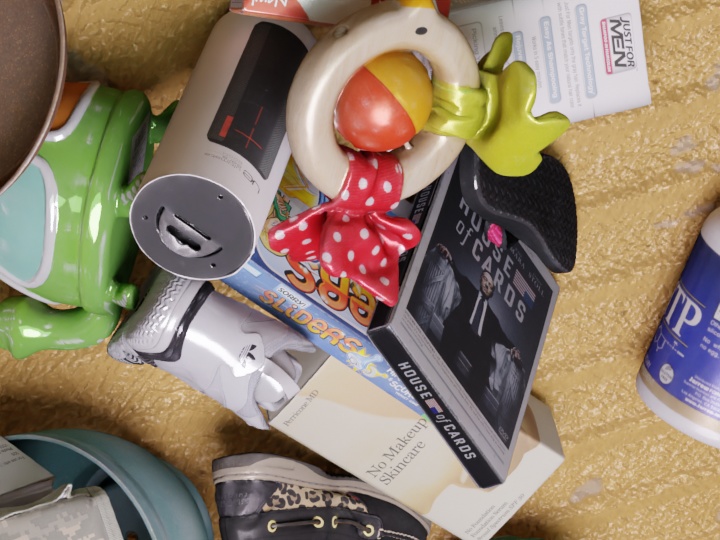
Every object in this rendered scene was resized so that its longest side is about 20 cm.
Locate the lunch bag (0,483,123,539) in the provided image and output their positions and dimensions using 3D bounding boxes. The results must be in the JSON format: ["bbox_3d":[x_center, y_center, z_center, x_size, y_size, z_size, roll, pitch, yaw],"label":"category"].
[{"bbox_3d":[-0.212,0.244,1.348,0.163,0.118,0.201,-16,95,-21],"label":"lunch bag"}]

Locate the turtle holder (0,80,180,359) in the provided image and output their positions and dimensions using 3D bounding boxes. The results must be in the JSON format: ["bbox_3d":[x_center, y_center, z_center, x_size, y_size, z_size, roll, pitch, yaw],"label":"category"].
[{"bbox_3d":[-0.194,-0.040,1.424,0.131,0.141,0.186,11,145,3],"label":"turtle holder"}]

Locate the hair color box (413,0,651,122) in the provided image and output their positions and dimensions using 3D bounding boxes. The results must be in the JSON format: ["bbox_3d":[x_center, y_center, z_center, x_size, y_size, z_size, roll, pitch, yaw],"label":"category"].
[{"bbox_3d":[0.089,-0.145,1.462,0.199,0.061,0.099,-13,117,-5],"label":"hair color box"}]

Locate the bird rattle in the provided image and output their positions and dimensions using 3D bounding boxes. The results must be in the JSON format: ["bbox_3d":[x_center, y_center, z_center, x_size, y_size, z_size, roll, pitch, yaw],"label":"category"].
[{"bbox_3d":[0.015,-0.088,1.334,0.200,0.113,0.163,-34,128,1],"label":"bird rattle"}]

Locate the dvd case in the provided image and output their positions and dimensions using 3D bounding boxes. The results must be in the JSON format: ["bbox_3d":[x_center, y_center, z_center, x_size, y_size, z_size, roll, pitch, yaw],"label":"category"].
[{"bbox_3d":[0.073,0.026,1.471,0.025,0.200,0.150,-18,123,32],"label":"dvd case"}]

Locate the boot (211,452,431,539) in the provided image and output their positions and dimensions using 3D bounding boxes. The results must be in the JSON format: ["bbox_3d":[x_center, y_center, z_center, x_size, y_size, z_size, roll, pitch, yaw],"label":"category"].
[{"bbox_3d":[-0.030,0.220,1.542,0.073,0.151,0.200,-15,152,38],"label":"boot"}]

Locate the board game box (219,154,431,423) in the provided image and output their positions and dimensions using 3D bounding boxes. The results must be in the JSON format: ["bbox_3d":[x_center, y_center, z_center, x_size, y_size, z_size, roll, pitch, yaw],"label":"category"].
[{"bbox_3d":[0.000,0.000,1.472,0.200,0.136,0.034,35,135,-24],"label":"board game box"}]

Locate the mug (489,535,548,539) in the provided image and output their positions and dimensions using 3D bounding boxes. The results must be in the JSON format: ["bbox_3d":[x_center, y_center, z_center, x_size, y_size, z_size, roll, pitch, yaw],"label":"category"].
[{"bbox_3d":[0.095,0.277,1.621,0.185,0.115,0.152,-40,153,28],"label":"mug"}]

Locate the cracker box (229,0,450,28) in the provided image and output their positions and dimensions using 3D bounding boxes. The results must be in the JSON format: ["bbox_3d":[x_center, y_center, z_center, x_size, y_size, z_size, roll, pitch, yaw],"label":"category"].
[{"bbox_3d":[-0.002,-0.252,1.363,0.133,0.058,0.201,6,96,-14],"label":"cracker box"}]

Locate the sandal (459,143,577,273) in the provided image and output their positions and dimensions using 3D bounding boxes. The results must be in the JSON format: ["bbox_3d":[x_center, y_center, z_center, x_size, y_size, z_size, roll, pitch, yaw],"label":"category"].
[{"bbox_3d":[0.100,-0.050,1.479,0.045,0.075,0.200,-7,162,27],"label":"sandal"}]

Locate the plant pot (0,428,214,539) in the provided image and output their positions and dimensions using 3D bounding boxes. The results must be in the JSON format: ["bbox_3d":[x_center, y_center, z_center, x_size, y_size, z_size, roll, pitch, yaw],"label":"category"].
[{"bbox_3d":[-0.183,0.197,1.503,0.199,0.134,0.201,5,101,26],"label":"plant pot"}]

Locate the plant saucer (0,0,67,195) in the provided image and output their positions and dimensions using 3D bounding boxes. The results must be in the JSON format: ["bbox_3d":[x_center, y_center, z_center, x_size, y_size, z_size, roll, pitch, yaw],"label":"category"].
[{"bbox_3d":[-0.255,-0.122,1.354,0.201,0.200,0.037,-52,151,14],"label":"plant saucer"}]

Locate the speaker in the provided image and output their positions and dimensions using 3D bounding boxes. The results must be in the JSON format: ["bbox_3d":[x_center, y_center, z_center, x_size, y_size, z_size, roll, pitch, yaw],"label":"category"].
[{"bbox_3d":[-0.083,-0.083,1.370,0.081,0.200,0.081,7,128,9],"label":"speaker"}]

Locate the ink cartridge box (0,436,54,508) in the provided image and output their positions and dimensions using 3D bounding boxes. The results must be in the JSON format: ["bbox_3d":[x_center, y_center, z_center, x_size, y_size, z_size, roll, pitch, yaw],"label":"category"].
[{"bbox_3d":[-0.319,0.152,1.442,0.200,0.084,0.146,31,111,21],"label":"ink cartridge box"}]

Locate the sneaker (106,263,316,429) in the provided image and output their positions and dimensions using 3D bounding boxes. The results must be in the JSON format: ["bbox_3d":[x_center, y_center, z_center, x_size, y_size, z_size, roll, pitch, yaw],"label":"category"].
[{"bbox_3d":[-0.100,0.052,1.433,0.115,0.200,0.075,33,82,-8],"label":"sneaker"}]

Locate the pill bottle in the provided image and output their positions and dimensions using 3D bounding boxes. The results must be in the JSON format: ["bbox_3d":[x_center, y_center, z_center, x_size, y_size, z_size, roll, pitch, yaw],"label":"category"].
[{"bbox_3d":[0.286,0.019,1.548,0.119,0.120,0.201,15,110,-18],"label":"pill bottle"}]

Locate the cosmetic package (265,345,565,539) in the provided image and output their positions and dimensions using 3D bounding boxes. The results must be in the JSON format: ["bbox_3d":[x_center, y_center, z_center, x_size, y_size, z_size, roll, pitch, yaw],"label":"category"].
[{"bbox_3d":[0.037,0.104,1.557,0.200,0.071,0.105,31,113,-23],"label":"cosmetic package"}]
